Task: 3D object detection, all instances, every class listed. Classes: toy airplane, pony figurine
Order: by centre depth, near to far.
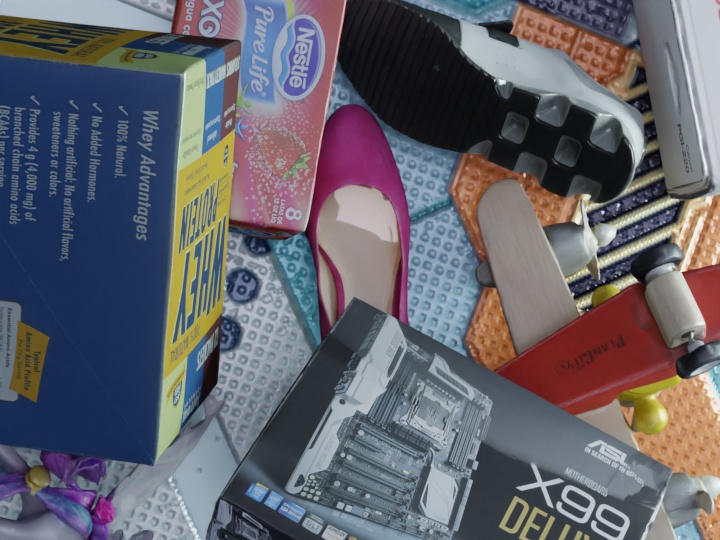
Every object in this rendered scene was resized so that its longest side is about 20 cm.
[{"bbox_3d":[-0.172,0.148,1.000,0.200,0.167,0.193,32,128,-8],"label":"pony figurine"},{"bbox_3d":[0.133,0.064,1.058,0.199,0.141,0.200,19,92,27],"label":"toy airplane"}]

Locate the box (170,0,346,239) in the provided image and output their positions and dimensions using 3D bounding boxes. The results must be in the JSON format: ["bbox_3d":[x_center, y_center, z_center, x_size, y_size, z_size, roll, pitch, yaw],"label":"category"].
[{"bbox_3d":[-0.064,-0.123,1.043,0.095,0.100,0.200,10,87,-7],"label":"box"}]

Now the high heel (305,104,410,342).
[{"bbox_3d":[0.000,0.000,1.050,0.067,0.096,0.200,4,88,-7],"label":"high heel"}]

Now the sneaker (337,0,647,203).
[{"bbox_3d":[0.079,-0.110,1.083,0.200,0.089,0.074,30,121,6],"label":"sneaker"}]

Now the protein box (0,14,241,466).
[{"bbox_3d":[-0.177,-0.025,0.926,0.200,0.135,0.199,7,104,6],"label":"protein box"}]

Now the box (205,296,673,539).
[{"bbox_3d":[0.044,0.122,0.938,0.200,0.050,0.158,29,49,7],"label":"box"}]

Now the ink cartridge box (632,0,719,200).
[{"bbox_3d":[0.278,-0.131,1.098,0.200,0.085,0.146,-11,90,-10],"label":"ink cartridge box"}]
